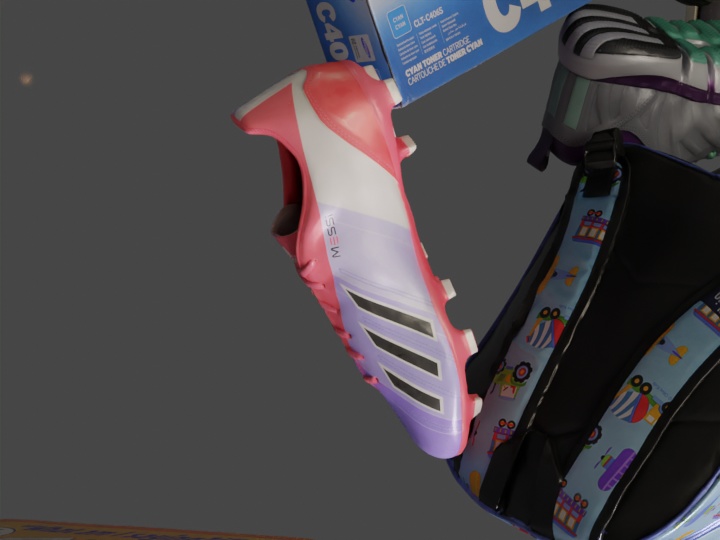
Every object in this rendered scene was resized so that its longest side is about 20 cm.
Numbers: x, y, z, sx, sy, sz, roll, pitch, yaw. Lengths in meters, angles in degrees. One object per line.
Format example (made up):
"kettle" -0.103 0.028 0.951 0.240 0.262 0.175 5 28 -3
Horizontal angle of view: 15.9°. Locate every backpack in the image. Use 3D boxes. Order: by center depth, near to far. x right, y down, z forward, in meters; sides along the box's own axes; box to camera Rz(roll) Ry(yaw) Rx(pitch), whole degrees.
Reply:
"backpack" 0.148 0.058 1.252 0.200 0.182 0.135 -56 138 -11

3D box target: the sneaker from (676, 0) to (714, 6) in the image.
"sneaker" 0.187 -0.222 1.378 0.086 0.080 0.200 83 28 -49

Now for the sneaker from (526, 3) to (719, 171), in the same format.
"sneaker" 0.176 -0.081 1.346 0.199 0.074 0.088 8 117 -29

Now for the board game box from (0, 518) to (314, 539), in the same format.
"board game box" -0.143 0.208 0.949 0.199 0.200 0.201 -7 93 -43

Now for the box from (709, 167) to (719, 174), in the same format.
"box" 0.258 0.027 1.336 0.046 0.200 0.159 -26 106 -28

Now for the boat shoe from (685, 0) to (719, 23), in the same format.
"boat shoe" 0.229 -0.165 1.410 0.073 0.063 0.201 26 72 -42

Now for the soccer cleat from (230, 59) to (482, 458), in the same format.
"soccer cleat" 0.000 0.000 1.198 0.076 0.067 0.201 -19 110 -10

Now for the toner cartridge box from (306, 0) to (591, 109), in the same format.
"toner cartridge box" 0.057 -0.157 1.261 0.200 0.043 0.095 -32 109 -39
